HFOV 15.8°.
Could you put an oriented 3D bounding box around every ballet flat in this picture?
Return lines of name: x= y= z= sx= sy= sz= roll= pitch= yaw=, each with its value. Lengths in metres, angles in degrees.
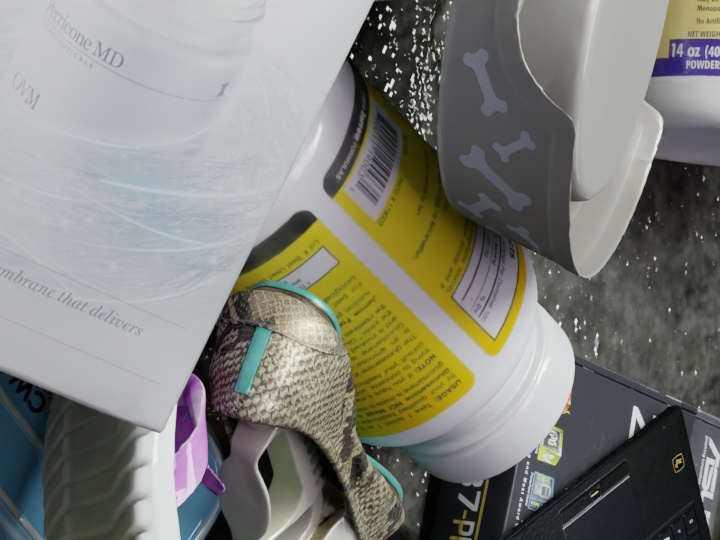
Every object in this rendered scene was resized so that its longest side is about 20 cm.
ballet flat: x=-0.029 y=0.079 z=1.014 sx=0.200 sy=0.067 sz=0.076 roll=74 pitch=35 yaw=-60

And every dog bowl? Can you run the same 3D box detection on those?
dog bowl: x=0.084 y=-0.101 z=1.001 sx=0.200 sy=0.058 sz=0.201 roll=14 pitch=90 yaw=-76

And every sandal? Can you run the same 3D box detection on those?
sandal: x=-0.075 y=0.080 z=0.916 sx=0.050 sy=0.082 sz=0.204 roll=20 pitch=50 yaw=-30

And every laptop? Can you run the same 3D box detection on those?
laptop: x=0.149 y=0.189 z=1.149 sx=0.177 sy=0.103 sz=0.201 roll=-32 pitch=114 yaw=-42

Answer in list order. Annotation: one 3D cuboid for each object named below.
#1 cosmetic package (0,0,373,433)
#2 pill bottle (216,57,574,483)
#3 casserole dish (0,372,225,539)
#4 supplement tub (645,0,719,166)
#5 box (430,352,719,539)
cosmetic package: x=-0.121 y=-0.084 z=0.849 sx=0.199 sy=0.123 sz=0.201 roll=24 pitch=93 yaw=-28
pill bottle: x=0.000 y=0.000 z=1.057 sx=0.200 sy=0.112 sz=0.113 roll=45 pitch=59 yaw=-37
casserole dish: x=-0.117 y=0.060 z=0.988 sx=0.200 sy=0.039 sz=0.121 roll=56 pitch=52 yaw=-29
supplement tub: x=0.186 y=-0.156 z=1.230 sx=0.145 sy=0.145 sz=0.201 roll=9 pitch=83 yaw=-46
box: x=0.094 y=0.147 z=1.199 sx=0.161 sy=0.049 sz=0.201 roll=25 pitch=73 yaw=-47
